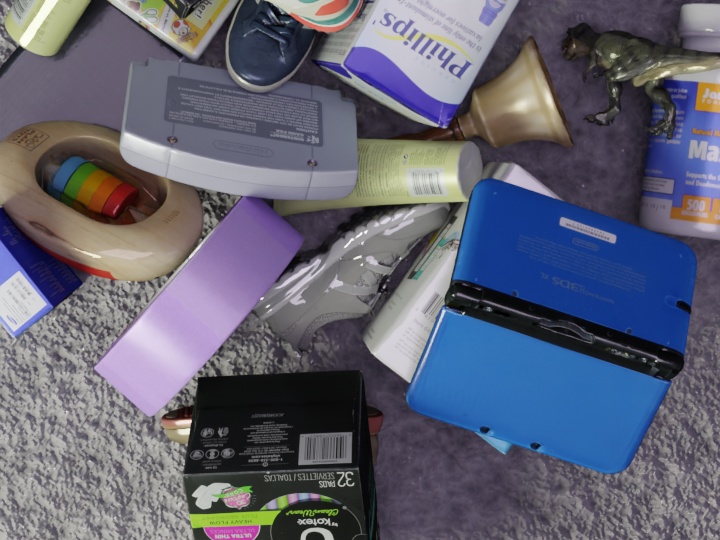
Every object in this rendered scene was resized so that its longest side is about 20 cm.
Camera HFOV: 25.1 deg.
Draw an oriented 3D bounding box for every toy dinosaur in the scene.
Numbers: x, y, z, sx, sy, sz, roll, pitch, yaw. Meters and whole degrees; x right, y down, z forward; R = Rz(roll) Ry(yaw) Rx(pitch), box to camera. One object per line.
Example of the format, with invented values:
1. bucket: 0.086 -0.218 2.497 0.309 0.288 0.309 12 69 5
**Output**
1. toy dinosaur: 0.241 -0.163 1.390 0.199 0.047 0.089 15 91 39

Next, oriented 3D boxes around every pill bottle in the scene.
1. pill bottle: 0.312 -0.130 1.426 0.111 0.112 0.202 6 95 -4

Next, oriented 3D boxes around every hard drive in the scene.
1. hard drive: -0.250 -0.154 1.423 0.135 0.042 0.200 43 91 -6

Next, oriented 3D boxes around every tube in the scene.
1. tube: 0.008 -0.086 1.408 0.199 0.058 0.052 0 137 29
2. tube: -0.223 -0.266 1.320 0.058 0.052 0.200 23 122 -25

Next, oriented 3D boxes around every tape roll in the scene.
1. tape roll: -0.136 0.027 1.365 0.066 0.200 0.200 42 91 -5

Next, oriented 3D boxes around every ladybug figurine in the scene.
1. ladybug figurine: -0.222 -0.054 1.355 0.199 0.072 0.136 31 51 17

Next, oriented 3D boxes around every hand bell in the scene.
1. hand bell: 0.080 -0.121 1.439 0.199 0.104 0.105 -22 96 11

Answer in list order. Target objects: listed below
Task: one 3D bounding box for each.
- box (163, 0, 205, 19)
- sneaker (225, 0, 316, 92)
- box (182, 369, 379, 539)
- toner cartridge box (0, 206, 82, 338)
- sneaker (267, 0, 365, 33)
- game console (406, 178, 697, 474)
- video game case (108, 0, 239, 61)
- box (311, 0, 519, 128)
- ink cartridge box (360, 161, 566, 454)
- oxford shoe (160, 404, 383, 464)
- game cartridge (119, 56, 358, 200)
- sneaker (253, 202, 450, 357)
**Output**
1. box: -0.146 -0.354 1.379 0.198 0.050 0.200 -43 94 -12
2. sneaker: -0.053 -0.247 1.379 0.075 0.085 0.201 27 72 -3
3. box: -0.062 0.201 1.373 0.147 0.125 0.201 -2 127 4
4. toner cartridge box: -0.288 -0.004 1.353 0.043 0.200 0.095 -36 95 0
5. sneaker: -0.093 -0.256 1.287 0.199 0.093 0.071 22 80 13
6. game console: 0.157 0.046 1.330 0.199 0.118 0.172 18 61 -6
7. video game case: -0.161 -0.314 1.406 0.181 0.023 0.201 35 78 -5
8. box: 0.060 -0.234 1.364 0.104 0.184 0.201 30 93 -12
9. ink cartridge box: 0.119 0.027 1.408 0.146 0.146 0.200 37 91 -6
10. oxford shoe: -0.080 0.157 1.445 0.198 0.070 0.075 3 100 -3
11. game cartridge: -0.101 -0.117 1.360 0.198 0.134 0.041 9 127 -9
12. sneaker: 0.000 0.000 1.443 0.199 0.075 0.082 -32 102 11
